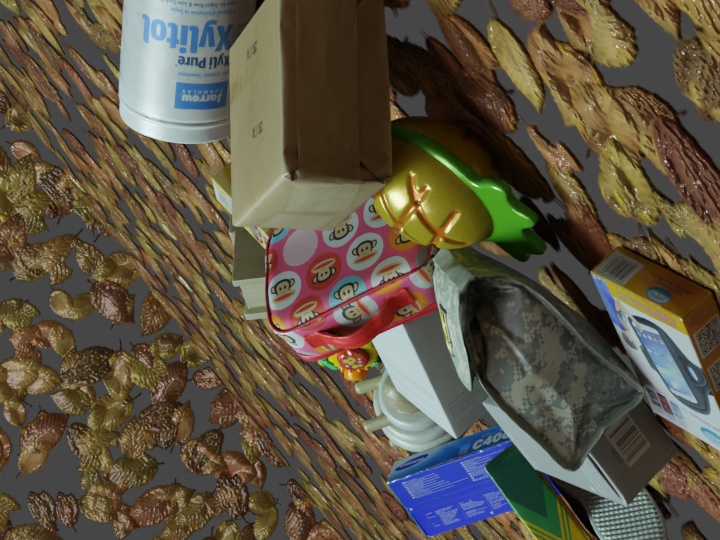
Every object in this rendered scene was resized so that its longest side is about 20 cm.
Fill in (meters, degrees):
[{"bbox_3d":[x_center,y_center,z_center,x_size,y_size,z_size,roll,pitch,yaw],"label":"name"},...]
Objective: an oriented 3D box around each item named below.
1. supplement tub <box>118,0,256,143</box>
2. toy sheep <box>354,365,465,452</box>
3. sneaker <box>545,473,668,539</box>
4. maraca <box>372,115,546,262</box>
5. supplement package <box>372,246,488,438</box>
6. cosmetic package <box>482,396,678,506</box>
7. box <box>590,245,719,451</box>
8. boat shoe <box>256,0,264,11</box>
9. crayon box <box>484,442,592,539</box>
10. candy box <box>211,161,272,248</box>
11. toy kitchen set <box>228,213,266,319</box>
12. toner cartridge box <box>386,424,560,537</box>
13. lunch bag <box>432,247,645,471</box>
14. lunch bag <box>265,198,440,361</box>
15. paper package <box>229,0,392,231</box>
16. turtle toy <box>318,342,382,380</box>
[{"bbox_3d":[-0.168,-0.242,1.685,0.132,0.131,0.202,37,131,42],"label":"supplement tub"},{"bbox_3d":[0.077,0.160,2.095,0.138,0.138,0.200,44,-176,24],"label":"toy sheep"},{"bbox_3d":[0.284,0.272,1.875,0.115,0.072,0.201,57,176,-37],"label":"sneaker"},{"bbox_3d":[0.082,-0.071,1.549,0.199,0.107,0.137,28,162,31],"label":"maraca"},{"bbox_3d":[0.081,0.058,1.846,0.117,0.117,0.201,37,161,43],"label":"supplement package"},{"bbox_3d":[0.218,0.156,1.737,0.107,0.090,0.200,50,164,-15],"label":"cosmetic package"},{"bbox_3d":[0.275,0.080,1.463,0.119,0.041,0.201,32,154,52],"label":"box"},{"bbox_3d":[-0.147,-0.285,1.797,0.199,0.076,0.074,29,151,37],"label":"boat shoe"},{"bbox_3d":[0.213,0.281,1.886,0.201,0.051,0.126,53,-179,8],"label":"crayon box"},{"bbox_3d":[-0.066,-0.066,1.989,0.200,0.116,0.057,45,165,23],"label":"candy box"},{"bbox_3d":[-0.059,-0.026,2.169,0.164,0.178,0.202,73,-167,-51],"label":"toy kitchen set"},{"bbox_3d":[0.139,0.244,2.037,0.198,0.043,0.095,-23,114,30],"label":"toner cartridge box"},{"bbox_3d":[0.142,0.066,1.563,0.200,0.118,0.164,43,-176,-10],"label":"lunch bag"},{"bbox_3d":[0.000,0.000,1.702,0.082,0.198,0.178,46,-151,-42],"label":"lunch bag"},{"bbox_3d":[-0.048,-0.145,1.553,0.200,0.102,0.193,143,127,-69],"label":"paper package"},{"bbox_3d":[0.006,0.058,2.030,0.145,0.199,0.102,31,-141,-33],"label":"turtle toy"}]
